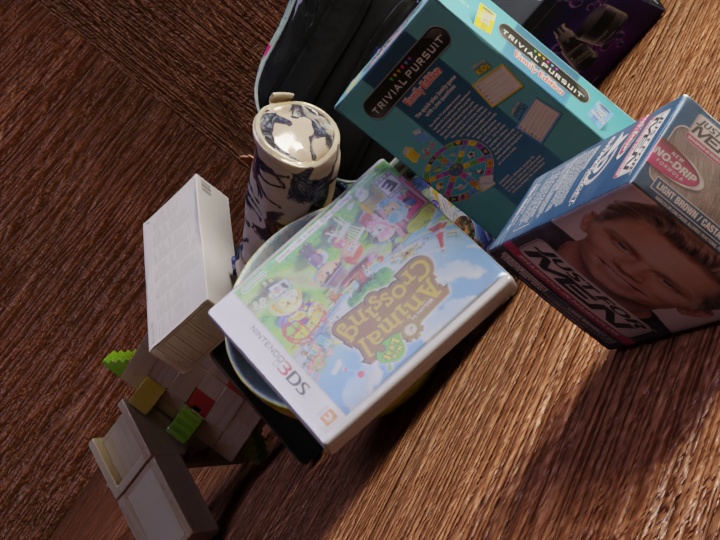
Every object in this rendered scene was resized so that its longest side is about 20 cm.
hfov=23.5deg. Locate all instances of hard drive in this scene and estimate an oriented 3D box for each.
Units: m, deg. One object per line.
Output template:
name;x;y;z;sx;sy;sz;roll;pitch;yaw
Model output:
hard drive;-0.085;0.101;1.693;0.033;0.140;0.200;-39;9;8

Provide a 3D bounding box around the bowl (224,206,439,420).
bowl;-0.005;0.055;1.465;0.201;0.199;0.108;-54;-35;-16

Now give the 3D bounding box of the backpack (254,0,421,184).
backpack;0.007;-0.183;1.559;0.201;0.177;0.150;-59;-12;16

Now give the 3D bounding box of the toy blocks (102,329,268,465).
toy blocks;-0.155;0.101;1.825;0.137;0.200;0.100;-55;-4;28

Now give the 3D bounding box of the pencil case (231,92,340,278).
pencil case;-0.068;-0.062;1.533;0.077;0.090;0.201;-20;-34;-26

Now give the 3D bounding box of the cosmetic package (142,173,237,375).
cosmetic package;-0.161;0.001;1.647;0.082;0.051;0.201;-39;34;20

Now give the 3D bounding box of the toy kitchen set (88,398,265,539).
toy kitchen set;-0.187;0.252;1.891;0.199;0.181;0.163;1;-43;-46

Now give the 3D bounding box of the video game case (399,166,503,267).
video game case;0.056;-0.023;1.542;0.200;0.018;0.144;-46;53;43

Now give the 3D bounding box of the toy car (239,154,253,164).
toy car;-0.047;-0.078;1.936;0.185;0.199;0.177;-56;-20;1

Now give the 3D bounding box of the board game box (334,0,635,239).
board game box;0.101;-0.121;1.374;0.151;0.200;0.047;-44;10;44

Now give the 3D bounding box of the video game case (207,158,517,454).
video game case;-0.002;0.024;1.402;0.200;0.182;0.022;-41;-37;-6

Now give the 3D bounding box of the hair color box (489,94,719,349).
hair color box;0.154;-0.019;0.940;0.061;0.100;0.200;-54;7;-18

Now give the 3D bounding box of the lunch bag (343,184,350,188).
lunch bag;0.000;0.000;1.705;0.201;0.094;0.151;-57;37;25

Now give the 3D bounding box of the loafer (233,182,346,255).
loafer;-0.087;-0.010;1.668;0.200;0.072;0.063;-37;26;24

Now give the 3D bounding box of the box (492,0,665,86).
box;0.165;-0.216;1.633;0.200;0.141;0.079;-48;46;29
